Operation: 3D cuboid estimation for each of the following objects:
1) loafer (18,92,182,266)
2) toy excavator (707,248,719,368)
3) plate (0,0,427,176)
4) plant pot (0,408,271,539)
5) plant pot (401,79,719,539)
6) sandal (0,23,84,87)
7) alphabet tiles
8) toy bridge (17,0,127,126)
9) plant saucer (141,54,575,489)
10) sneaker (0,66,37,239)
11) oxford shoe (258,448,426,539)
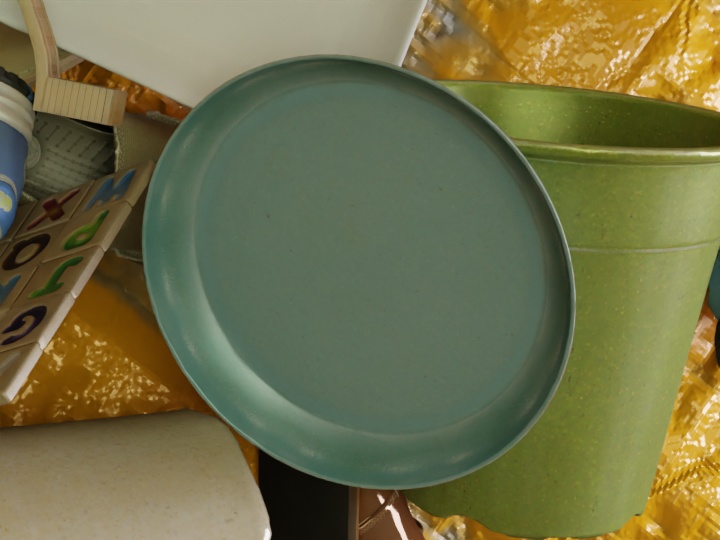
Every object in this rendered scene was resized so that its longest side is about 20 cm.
[{"bbox_3d":[-0.109,-0.039,0.991,0.198,0.067,0.077,12,92,-9],"label":"loafer"},{"bbox_3d":[0.211,-0.067,1.040,0.099,0.195,0.201,-11,52,-23],"label":"toy excavator"},{"bbox_3d":[-0.052,-0.171,0.917,0.198,0.032,0.202,25,98,4],"label":"plate"},{"bbox_3d":[-0.140,0.146,0.939,0.182,0.200,0.203,-11,93,-22],"label":"plant pot"},{"bbox_3d":[0.085,0.019,0.986,0.198,0.200,0.192,3,102,-12],"label":"plant pot"},{"bbox_3d":[-0.207,-0.112,0.950,0.210,0.078,0.070,-22,126,-2],"label":"sandal"},{"bbox_3d":[-0.195,0.025,0.907,0.198,0.168,0.008,-16,119,28],"label":"alphabet tiles"},{"bbox_3d":[-0.120,-0.167,0.896,0.067,0.027,0.202,11,98,7],"label":"toy bridge"},{"bbox_3d":[0.000,0.000,0.905,0.198,0.027,0.202,8,114,18],"label":"plant saucer"},{"bbox_3d":[-0.228,-0.021,0.923,0.076,0.199,0.078,33,39,-44],"label":"sneaker"},{"bbox_3d":[-0.001,0.125,1.029,0.071,0.071,0.202,-12,94,-39],"label":"oxford shoe"}]
